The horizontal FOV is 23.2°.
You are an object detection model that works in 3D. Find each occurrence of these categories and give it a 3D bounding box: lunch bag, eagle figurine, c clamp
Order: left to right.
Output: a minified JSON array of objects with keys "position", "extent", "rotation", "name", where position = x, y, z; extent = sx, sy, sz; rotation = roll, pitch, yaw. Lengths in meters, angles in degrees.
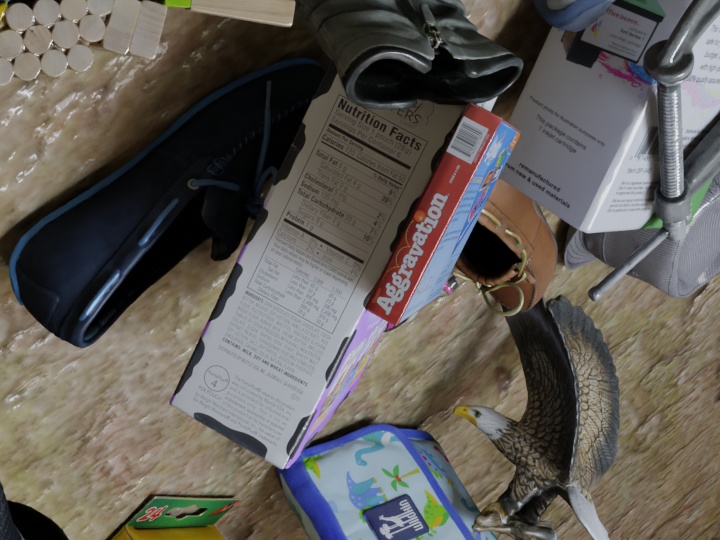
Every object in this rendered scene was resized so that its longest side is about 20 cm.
[{"position":[0.027,0.219,1.400],"extent":[0.127,0.171,0.200],"rotation":[-42,156,19],"name":"lunch bag"},{"position":[0.149,0.120,1.401],"extent":[0.150,0.152,0.201],"rotation":[24,89,-21],"name":"eagle figurine"},{"position":[0.194,-0.090,1.005],"extent":[0.171,0.027,0.201],"rotation":[-40,148,-22],"name":"c clamp"}]

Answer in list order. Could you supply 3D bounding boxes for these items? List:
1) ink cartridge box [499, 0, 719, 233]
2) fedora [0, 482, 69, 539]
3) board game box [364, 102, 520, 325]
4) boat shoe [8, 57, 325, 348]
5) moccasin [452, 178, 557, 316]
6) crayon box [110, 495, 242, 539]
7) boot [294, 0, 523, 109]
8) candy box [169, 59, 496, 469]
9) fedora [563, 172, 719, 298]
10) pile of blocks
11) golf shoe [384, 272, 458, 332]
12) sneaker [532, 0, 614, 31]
[{"position":[0.181,-0.130,1.060],"extent":[0.144,0.084,0.201],"rotation":[-5,125,-54],"name":"ink cartridge box"},{"position":[-0.249,0.143,0.907],"extent":[0.200,0.200,0.092],"rotation":[-23,122,-34],"name":"fedora"},{"position":[0.045,-0.029,0.865],"extent":[0.104,0.019,0.200],"rotation":[-62,175,6],"name":"board game box"},{"position":[-0.084,-0.029,0.909],"extent":[0.200,0.069,0.084],"rotation":[-40,156,-9],"name":"boat shoe"},{"position":[0.087,-0.019,1.165],"extent":[0.078,0.073,0.202],"rotation":[-60,163,-16],"name":"moccasin"},{"position":[-0.172,0.251,1.312],"extent":[0.200,0.051,0.127],"rotation":[-47,156,15],"name":"crayon box"},{"position":[0.034,-0.128,0.831],"extent":[0.199,0.131,0.068],"rotation":[-15,148,-44],"name":"boot"},{"position":[-0.007,-0.019,0.910],"extent":[0.201,0.071,0.168],"rotation":[-64,174,13],"name":"candy box"},{"position":[0.249,-0.041,1.368],"extent":[0.176,0.090,0.201],"rotation":[-30,155,-21],"name":"fedora"},{"position":[-0.119,-0.118,0.731],"extent":[0.199,0.083,0.062],"rotation":[-21,-164,-18],"name":"pile of blocks"},{"position":[0.000,0.000,1.089],"extent":[0.092,0.073,0.200],"rotation":[-38,157,1],"name":"golf shoe"},{"position":[0.111,-0.205,0.913],"extent":[0.081,0.070,0.201],"rotation":[-8,142,-23],"name":"sneaker"}]
